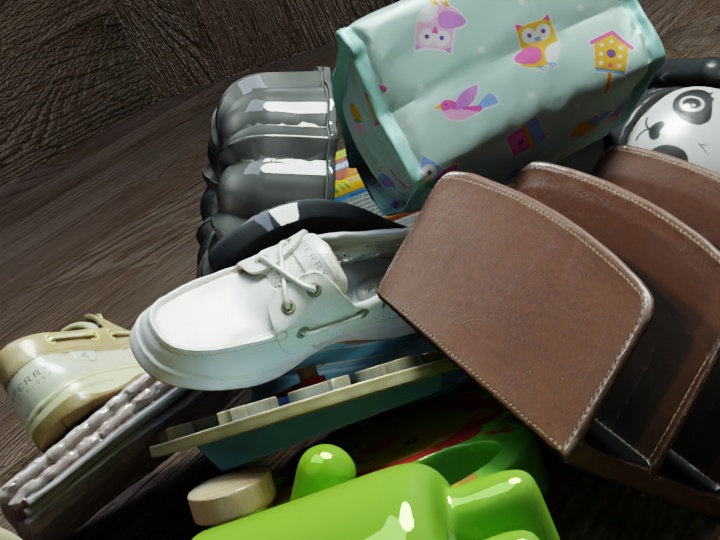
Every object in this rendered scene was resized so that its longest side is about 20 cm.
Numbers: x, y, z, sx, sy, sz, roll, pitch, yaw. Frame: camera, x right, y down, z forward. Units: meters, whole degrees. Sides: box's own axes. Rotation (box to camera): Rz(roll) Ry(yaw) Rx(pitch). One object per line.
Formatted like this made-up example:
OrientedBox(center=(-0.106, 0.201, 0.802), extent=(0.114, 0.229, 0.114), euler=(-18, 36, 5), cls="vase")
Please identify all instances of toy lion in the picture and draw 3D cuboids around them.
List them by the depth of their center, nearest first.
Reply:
OrientedBox(center=(0.021, 0.110, 0.736), extent=(0.191, 0.069, 0.199), euler=(-25, 9, -39), cls="toy lion")

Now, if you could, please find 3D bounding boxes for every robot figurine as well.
OrientedBox(center=(-0.015, 0.147, 0.541), extent=(0.199, 0.116, 0.176), euler=(-20, 22, 12), cls="robot figurine")
OrientedBox(center=(0.191, -0.062, 0.951), extent=(0.124, 0.151, 0.200), euler=(-15, 10, -27), cls="robot figurine")

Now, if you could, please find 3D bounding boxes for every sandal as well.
OrientedBox(center=(0.001, 0.000, 0.868), extent=(0.199, 0.043, 0.076), euler=(7, -39, -35), cls="sandal")

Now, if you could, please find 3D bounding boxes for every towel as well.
OrientedBox(center=(-0.133, 0.098, 0.865), extent=(0.200, 0.032, 0.191), euler=(-39, -6, -17), cls="towel")

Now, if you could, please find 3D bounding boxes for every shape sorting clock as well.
OrientedBox(center=(-0.024, 0.074, 0.797), extent=(0.199, 0.039, 0.200), euler=(-20, -5, -2), cls="shape sorting clock")

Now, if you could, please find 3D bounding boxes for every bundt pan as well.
OrientedBox(center=(-0.072, -0.048, 0.981), extent=(0.075, 0.203, 0.202), euler=(6, 11, -11), cls="bundt pan")

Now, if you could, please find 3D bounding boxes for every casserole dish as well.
OrientedBox(center=(0.003, 0.061, 0.974), extent=(0.199, 0.039, 0.121), euler=(-12, 18, 39), cls="casserole dish")

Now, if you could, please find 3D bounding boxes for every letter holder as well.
OrientedBox(center=(0.116, 0.002, 0.680), extent=(0.143, 0.100, 0.200), euler=(-62, 30, 8), cls="letter holder")

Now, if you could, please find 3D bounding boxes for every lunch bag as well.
OrientedBox(center=(0.073, -0.108, 0.846), extent=(0.169, 0.123, 0.200), euler=(-26, -7, -5), cls="lunch bag")

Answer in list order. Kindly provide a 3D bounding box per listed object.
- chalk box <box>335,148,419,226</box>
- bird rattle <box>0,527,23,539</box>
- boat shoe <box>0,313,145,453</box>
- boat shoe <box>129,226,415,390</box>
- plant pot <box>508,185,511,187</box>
OrientedBox(center=(0.034, -0.045, 1.127), extent=(0.124, 0.125, 0.200), euler=(-21, 15, 6), cls="chalk box")
OrientedBox(center=(-0.157, 0.180, 0.584), extent=(0.112, 0.164, 0.200), euler=(9, 40, 31), cls="bird rattle")
OrientedBox(center=(-0.163, 0.060, 0.869), extent=(0.074, 0.066, 0.200), euler=(-42, -7, 6), cls="boat shoe")
OrientedBox(center=(-0.033, 0.008, 0.769), extent=(0.199, 0.071, 0.070), euler=(-16, -32, -33), cls="boat shoe")
OrientedBox(center=(0.139, -0.125, 1.096), extent=(0.200, 0.202, 0.093), euler=(-8, 18, 45), cls="plant pot")
